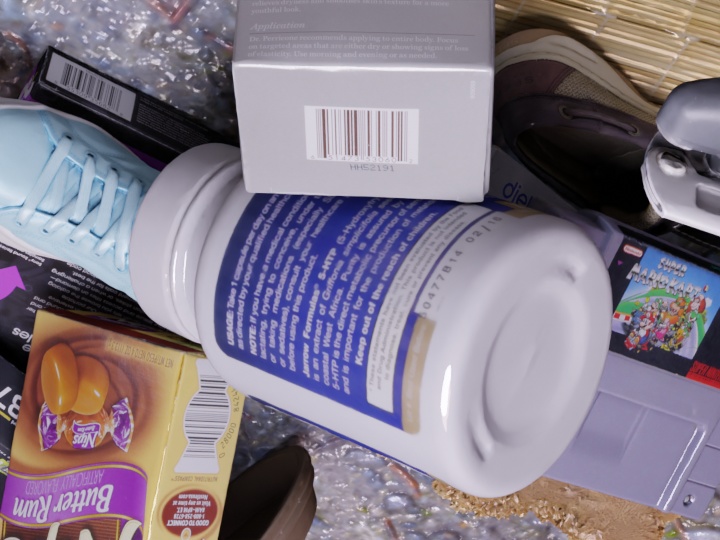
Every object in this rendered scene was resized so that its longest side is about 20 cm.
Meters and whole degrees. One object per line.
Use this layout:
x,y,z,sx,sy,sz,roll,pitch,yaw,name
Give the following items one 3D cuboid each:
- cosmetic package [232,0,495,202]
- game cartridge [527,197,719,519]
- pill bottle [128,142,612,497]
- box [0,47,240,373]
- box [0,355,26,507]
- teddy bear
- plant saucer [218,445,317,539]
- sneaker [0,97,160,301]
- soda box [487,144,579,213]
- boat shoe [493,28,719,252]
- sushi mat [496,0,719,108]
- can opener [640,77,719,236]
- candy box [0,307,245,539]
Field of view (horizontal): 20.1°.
0.005,-0.134,0.850,0.106,0.201,0.091,2,143,4,cosmetic package
0.132,0.048,1.005,0.199,0.038,0.130,19,106,-41,game cartridge
-0.002,0.011,0.883,0.199,0.120,0.120,20,144,36,pill bottle
-0.148,-0.012,1.088,0.142,0.036,0.200,26,128,-19,box
-0.260,0.067,1.125,0.160,0.049,0.200,-11,136,46,box
0.091,0.092,1.162,0.198,0.067,0.146,15,123,-2,teddy bear
-0.093,0.181,1.153,0.029,0.200,0.200,44,123,-9,plant saucer
-0.109,-0.025,0.984,0.199,0.074,0.082,29,166,-32,sneaker
0.090,0.004,1.020,0.200,0.063,0.069,35,82,-42,soda box
0.138,-0.047,1.007,0.199,0.065,0.072,30,136,-32,boat shoe
0.115,-0.126,0.982,0.198,0.012,0.096,14,133,-9,sushi mat
0.214,-0.025,0.847,0.198,0.054,0.067,17,136,-6,can opener
-0.130,0.129,1.045,0.116,0.202,0.056,13,-176,41,candy box
